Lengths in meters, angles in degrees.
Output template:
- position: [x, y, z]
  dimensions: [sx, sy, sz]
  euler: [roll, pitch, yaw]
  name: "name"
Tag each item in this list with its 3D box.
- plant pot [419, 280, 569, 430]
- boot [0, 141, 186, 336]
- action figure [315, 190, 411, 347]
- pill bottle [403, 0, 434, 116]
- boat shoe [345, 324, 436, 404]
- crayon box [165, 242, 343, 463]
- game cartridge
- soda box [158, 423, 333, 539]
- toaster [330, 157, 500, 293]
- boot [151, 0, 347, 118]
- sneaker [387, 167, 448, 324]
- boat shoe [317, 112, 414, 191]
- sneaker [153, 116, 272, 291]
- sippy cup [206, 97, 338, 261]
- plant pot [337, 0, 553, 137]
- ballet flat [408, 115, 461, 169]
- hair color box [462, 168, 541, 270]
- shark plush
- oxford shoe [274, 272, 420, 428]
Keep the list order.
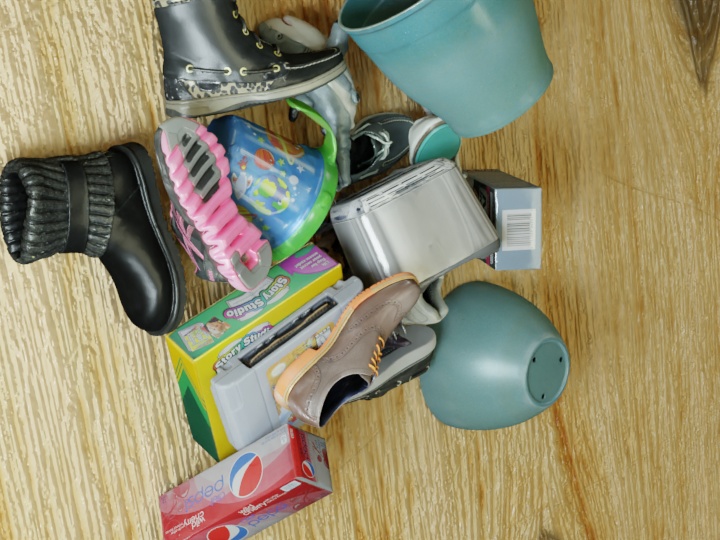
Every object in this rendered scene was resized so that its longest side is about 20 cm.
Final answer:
- position: [0.193, 0.122, 1.844]
  dimensions: [0.200, 0.135, 0.200]
  euler: [-9, 104, -42]
  name: "plant pot"
- position: [-0.269, -0.020, 1.402]
  dimensions: [0.158, 0.079, 0.211]
  euler: [-21, 98, -46]
  name: "boot"
- position: [0.000, 0.000, 1.682]
  dimensions: [0.130, 0.069, 0.200]
  euler: [-19, 106, -27]
  name: "action figure"
- position: [0.098, -0.274, 1.693]
  dimensions: [0.113, 0.113, 0.200]
  euler: [-48, 123, -28]
  name: "pill bottle"
- position: [0.017, 0.129, 1.721]
  dimensions: [0.200, 0.069, 0.057]
  euler: [-24, 129, -34]
  name: "boat shoe"
- position: [-0.105, 0.090, 1.546]
  dimensions: [0.200, 0.058, 0.173]
  euler: [-34, 139, -25]
  name: "crayon box"
- position: [-0.066, 0.107, 1.524]
  dimensions: [0.200, 0.042, 0.133]
  euler: [-36, 136, -22]
  name: "game cartridge"
- position: [-0.126, 0.241, 1.513]
  dimensions: [0.063, 0.200, 0.070]
  euler: [29, 39, -44]
  name: "soda box"
- position: [0.053, -0.044, 1.615]
  dimensions: [0.200, 0.114, 0.129]
  euler: [-28, 97, -21]
  name: "toaster"
- position: [-0.121, -0.253, 1.484]
  dimensions: [0.203, 0.073, 0.154]
  euler: [-16, 107, -15]
  name: "boot"
- position: [0.071, -0.028, 1.738]
  dimensions: [0.075, 0.081, 0.200]
  euler: [-17, 108, -39]
  name: "sneaker"
- position: [0.008, -0.137, 1.668]
  dimensions: [0.200, 0.062, 0.073]
  euler: [-27, 112, -39]
  name: "boat shoe"
- position: [-0.170, -0.064, 1.439]
  dimensions: [0.079, 0.095, 0.200]
  euler: [-44, 123, -37]
  name: "sneaker"
- position: [-0.116, -0.098, 1.517]
  dimensions: [0.130, 0.140, 0.178]
  euler: [31, 66, -31]
  name: "sippy cup"
- position: [0.110, -0.256, 1.539]
  dimensions: [0.188, 0.200, 0.200]
  euler: [51, 62, -25]
  name: "plant pot"
- position: [0.087, -0.147, 1.704]
  dimensions: [0.069, 0.069, 0.200]
  euler: [-62, 161, -17]
  name: "ballet flat"
- position: [0.168, -0.066, 1.744]
  dimensions: [0.061, 0.200, 0.099]
  euler: [-2, 101, -9]
  name: "hair color box"
- position: [-0.052, -0.192, 1.589]
  dimensions: [0.083, 0.091, 0.200]
  euler: [-20, 106, -23]
  name: "shark plush"
- position: [0.003, 0.087, 1.492]
  dimensions: [0.200, 0.073, 0.071]
  euler: [-47, 144, -10]
  name: "oxford shoe"
